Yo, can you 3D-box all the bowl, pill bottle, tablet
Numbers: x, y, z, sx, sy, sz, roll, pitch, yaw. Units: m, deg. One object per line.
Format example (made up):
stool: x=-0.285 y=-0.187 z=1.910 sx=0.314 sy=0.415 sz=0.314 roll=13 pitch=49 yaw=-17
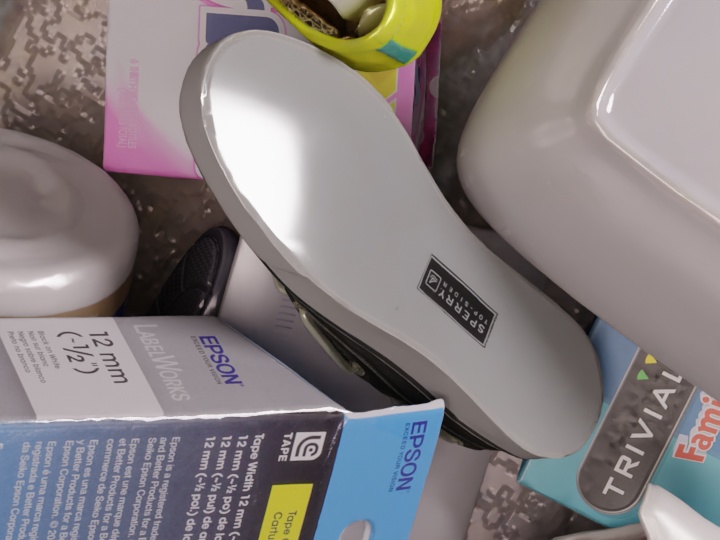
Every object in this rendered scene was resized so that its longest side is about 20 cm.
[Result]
bowl: x=0.155 y=-0.059 z=0.768 sx=0.199 sy=0.075 sz=0.201 roll=36 pitch=81 yaw=4
pill bottle: x=-0.151 y=0.057 z=0.831 sx=0.110 sy=0.111 sz=0.201 roll=19 pitch=119 yaw=6
tablet: x=-0.008 y=0.074 z=0.856 sx=0.129 sy=0.014 sz=0.201 roll=9 pitch=106 yaw=-28

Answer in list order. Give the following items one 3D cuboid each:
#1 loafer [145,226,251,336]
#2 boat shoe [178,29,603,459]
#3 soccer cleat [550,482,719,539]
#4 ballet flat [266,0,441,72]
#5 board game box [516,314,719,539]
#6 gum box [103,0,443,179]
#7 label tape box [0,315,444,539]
loafer: x=-0.071 y=0.077 z=0.882 sx=0.063 sy=0.072 sz=0.201 roll=20 pitch=111 yaw=-19
boat shoe: x=0.000 y=0.000 z=0.780 sx=0.063 sy=0.071 sz=0.200 roll=-8 pitch=134 yaw=49
soccer cleat: x=0.061 y=0.142 z=0.847 sx=0.200 sy=0.069 sz=0.078 roll=-34 pitch=103 yaw=32
ballet flat: x=-0.045 y=-0.148 z=0.754 sx=0.067 sy=0.067 sz=0.200 roll=-39 pitch=90 yaw=17
board game box: x=0.179 y=0.052 z=0.836 sx=0.199 sy=0.047 sz=0.152 roll=26 pitch=104 yaw=4
gum box: x=-0.028 y=-0.134 z=0.823 sx=0.113 sy=0.066 sz=0.202 roll=5 pitch=102 yaw=10
label tape box: x=-0.085 y=0.091 z=0.772 sx=0.199 sy=0.066 sz=0.144 roll=-1 pitch=122 yaw=-28
